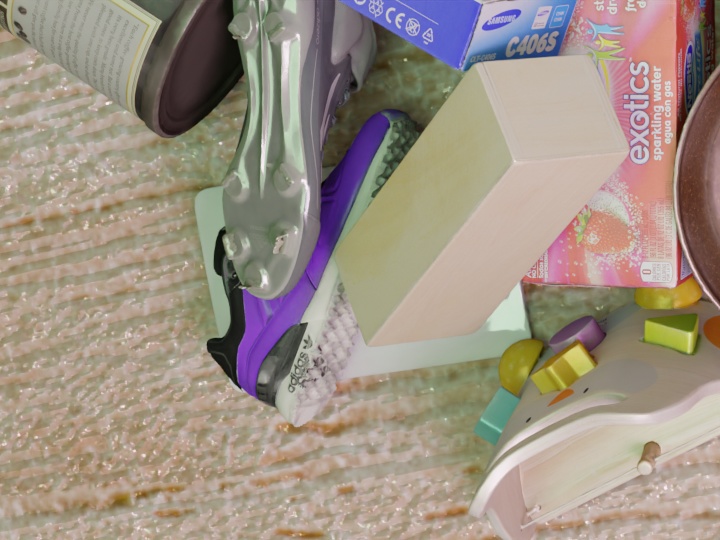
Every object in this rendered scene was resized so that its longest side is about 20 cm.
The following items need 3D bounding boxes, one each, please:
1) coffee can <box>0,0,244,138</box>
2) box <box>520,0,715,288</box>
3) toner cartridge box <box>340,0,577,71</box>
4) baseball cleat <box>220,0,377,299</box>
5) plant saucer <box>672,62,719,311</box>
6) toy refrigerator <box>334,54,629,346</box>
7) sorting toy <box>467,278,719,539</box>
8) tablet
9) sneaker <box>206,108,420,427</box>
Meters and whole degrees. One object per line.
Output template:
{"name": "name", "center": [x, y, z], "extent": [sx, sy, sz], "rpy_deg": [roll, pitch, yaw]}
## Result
{"name": "coffee can", "center": [-0.157, -0.192, 1.660], "extent": [0.200, 0.146, 0.147], "rpy_deg": [33, 108, 12]}
{"name": "box", "center": [0.146, -0.095, 1.591], "extent": [0.095, 0.100, 0.201], "rpy_deg": [2, 100, 19]}
{"name": "toner cartridge box", "center": [0.014, -0.175, 1.545], "extent": [0.200, 0.095, 0.043], "rpy_deg": [33, 118, 29]}
{"name": "baseball cleat", "center": [-0.029, -0.085, 1.615], "extent": [0.070, 0.106, 0.201], "rpy_deg": [13, 106, 37]}
{"name": "plant saucer", "center": [0.266, -0.050, 1.556], "extent": [0.200, 0.037, 0.201], "rpy_deg": [-1, 99, -8]}
{"name": "toy refrigerator", "center": [0.062, -0.039, 1.542], "extent": [0.200, 0.076, 0.070], "rpy_deg": [-53, 51, 52]}
{"name": "sorting toy", "center": [0.132, 0.084, 1.581], "extent": [0.200, 0.180, 0.107], "rpy_deg": [-29, 92, 21]}
{"name": "tablet", "center": [0.000, 0.000, 1.707], "extent": [0.199, 0.014, 0.131], "rpy_deg": [-9, 96, 22]}
{"name": "sneaker", "center": [-0.038, -0.015, 1.675], "extent": [0.099, 0.070, 0.201], "rpy_deg": [29, 105, 21]}
